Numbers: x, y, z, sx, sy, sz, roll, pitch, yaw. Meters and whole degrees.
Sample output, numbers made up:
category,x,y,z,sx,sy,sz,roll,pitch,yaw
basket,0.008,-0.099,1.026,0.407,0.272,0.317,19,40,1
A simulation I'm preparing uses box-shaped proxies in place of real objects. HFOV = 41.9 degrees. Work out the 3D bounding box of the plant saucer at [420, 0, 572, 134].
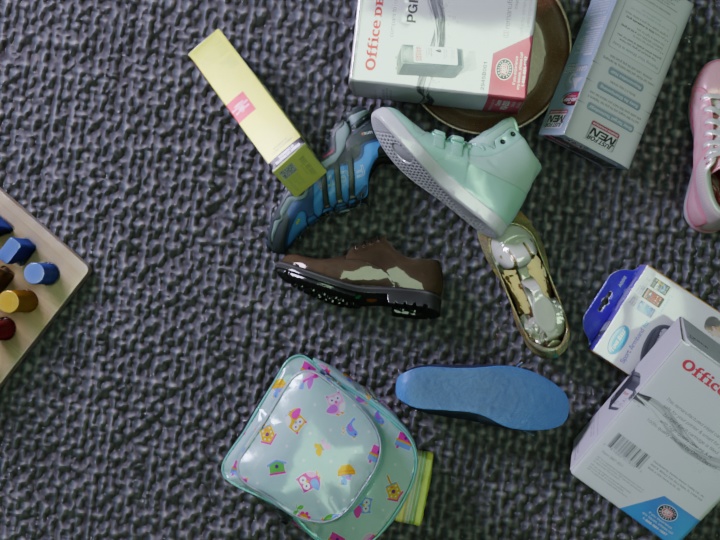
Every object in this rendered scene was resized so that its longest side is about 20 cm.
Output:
category,x,y,z,sx,sy,sz,roll,pitch,yaw
plant saucer,0.147,-0.258,1.104,0.197,0.037,0.203,0,89,3

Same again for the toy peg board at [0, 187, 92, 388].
category,x,y,z,sx,sy,sz,roll,pitch,yaw
toy peg board,-0.461,0.012,1.098,0.199,0.098,0.200,40,91,2

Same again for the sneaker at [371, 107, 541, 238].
category,x,y,z,sx,sy,sz,roll,pitch,yaw
sneaker,0.112,-0.143,1.065,0.200,0.074,0.119,39,80,-8

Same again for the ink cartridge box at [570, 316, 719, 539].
category,x,y,z,sx,sy,sz,roll,pitch,yaw
ink cartridge box,0.349,0.177,1.038,0.144,0.084,0.201,35,112,3

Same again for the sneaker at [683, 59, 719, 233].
category,x,y,z,sx,sy,sz,roll,pitch,yaw
sneaker,0.414,-0.146,1.059,0.074,0.105,0.203,6,89,4

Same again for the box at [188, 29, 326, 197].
category,x,y,z,sx,sy,sz,roll,pitch,yaw
box,-0.117,-0.179,1.060,0.050,0.075,0.201,-37,65,3

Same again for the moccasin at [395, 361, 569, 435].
category,x,y,z,sx,sy,sz,roll,pitch,yaw
moccasin,0.140,0.138,1.088,0.197,0.068,0.082,13,83,1

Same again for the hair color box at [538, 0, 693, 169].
category,x,y,z,sx,sy,sz,roll,pitch,yaw
hair color box,0.290,-0.228,1.070,0.098,0.061,0.202,22,90,-21

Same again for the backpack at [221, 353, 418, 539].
category,x,y,z,sx,sy,sz,roll,pitch,yaw
backpack,-0.034,0.207,1.042,0.199,0.153,0.177,34,82,-2

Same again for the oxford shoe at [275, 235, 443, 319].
category,x,y,z,sx,sy,sz,roll,pitch,yaw
oxford shoe,0.000,0.000,1.100,0.197,0.073,0.086,9,73,1

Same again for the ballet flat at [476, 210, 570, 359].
category,x,y,z,sx,sy,sz,roll,pitch,yaw
ballet flat,0.191,0.007,1.086,0.070,0.071,0.202,-22,89,2

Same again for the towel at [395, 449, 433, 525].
category,x,y,z,sx,sy,sz,roll,pitch,yaw
towel,-0.015,0.239,1.119,0.197,0.018,0.087,12,85,3

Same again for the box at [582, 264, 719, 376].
category,x,y,z,sx,sy,sz,roll,pitch,yaw
box,0.361,0.084,1.092,0.199,0.041,0.120,33,91,0

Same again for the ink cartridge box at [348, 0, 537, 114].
category,x,y,z,sx,sy,sz,roll,pitch,yaw
ink cartridge box,0.091,-0.263,1.048,0.197,0.085,0.148,6,90,4

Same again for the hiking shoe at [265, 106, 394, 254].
category,x,y,z,sx,sy,sz,roll,pitch,yaw
hiking shoe,-0.032,-0.092,1.091,0.086,0.074,0.201,37,91,3
